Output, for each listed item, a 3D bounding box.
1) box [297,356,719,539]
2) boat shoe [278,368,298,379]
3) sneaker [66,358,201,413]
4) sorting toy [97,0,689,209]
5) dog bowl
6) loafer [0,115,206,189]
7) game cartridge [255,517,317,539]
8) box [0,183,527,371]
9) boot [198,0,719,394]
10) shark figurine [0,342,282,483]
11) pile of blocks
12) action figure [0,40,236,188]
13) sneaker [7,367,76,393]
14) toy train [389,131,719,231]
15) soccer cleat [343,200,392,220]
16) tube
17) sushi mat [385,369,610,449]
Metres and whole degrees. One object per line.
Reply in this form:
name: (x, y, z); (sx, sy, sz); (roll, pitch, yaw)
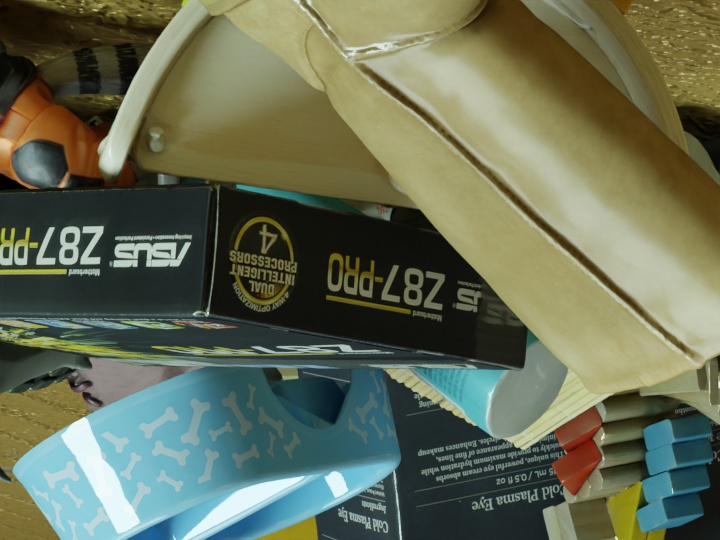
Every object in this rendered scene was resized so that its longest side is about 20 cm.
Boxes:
box: (0.084, 0.117, 1.497); (0.200, 0.182, 0.104); (-9, -174, -25)
boat shoe: (-0.076, 0.009, 1.495); (0.201, 0.073, 0.063); (16, 171, -13)
sneaker: (-0.127, 0.061, 1.461); (0.115, 0.200, 0.076); (13, -154, -9)
sorting toy: (0.004, -0.066, 1.058); (0.200, 0.107, 0.180); (8, 175, -10)
dog bowl: (-0.055, 0.079, 1.213); (0.111, 0.050, 0.200); (-30, 166, 26)
loafer: (-0.161, -0.036, 1.355); (0.200, 0.075, 0.070); (-14, 136, 36)
game cartridge: (-0.051, 0.106, 1.623); (0.176, 0.200, 0.032); (4, 167, 8)
box: (-0.066, 0.004, 1.035); (0.200, 0.049, 0.161); (-1, 173, 42)
boot: (0.062, -0.057, 0.894); (0.200, 0.066, 0.175); (44, 150, -18)
shark figurine: (-0.138, 0.041, 1.216); (0.128, 0.090, 0.214); (-28, 163, 28)
pile of blocks: (0.127, 0.068, 1.391); (0.062, 0.200, 0.082); (-8, -157, -32)
action figure: (-0.155, -0.071, 1.179); (0.193, 0.105, 0.200); (17, -169, -16)
sneaker: (-0.182, -0.013, 1.276); (0.200, 0.078, 0.085); (28, -164, -40)
toy train: (0.100, -0.016, 1.278); (0.114, 0.085, 0.200); (24, 161, -29)
soccer cleat: (-0.008, -0.010, 1.381); (0.200, 0.069, 0.078); (6, 137, -21)
tube: (0.000, 0.000, 1.266); (0.200, 0.050, 0.077); (35, 160, 30)
sushi mat: (0.071, 0.029, 1.290); (0.096, 0.012, 0.200); (30, 155, -10)
